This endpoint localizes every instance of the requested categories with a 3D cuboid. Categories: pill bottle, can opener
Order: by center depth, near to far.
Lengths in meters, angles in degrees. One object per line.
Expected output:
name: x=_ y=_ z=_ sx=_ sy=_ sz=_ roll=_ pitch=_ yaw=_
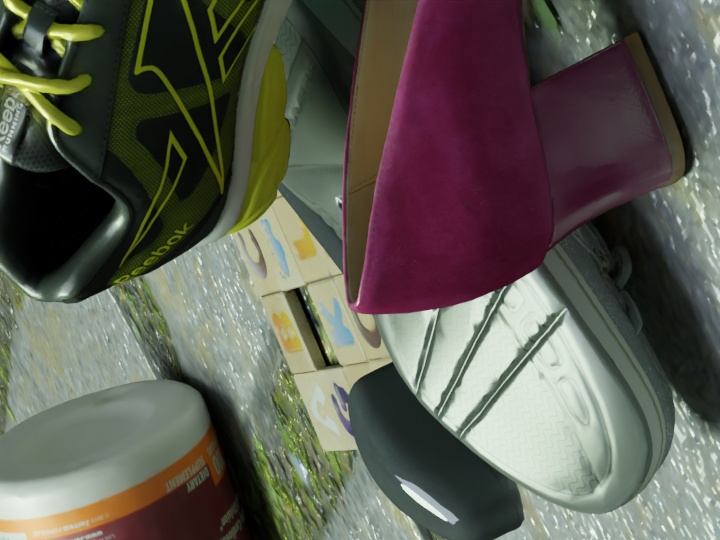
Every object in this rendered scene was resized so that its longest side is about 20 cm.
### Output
can opener: x=0.000 y=0.000 z=0.899 sx=0.200 sy=0.067 sz=0.053 roll=52 pitch=157 yaw=29
pill bottle: x=-0.094 y=0.162 z=1.303 sx=0.114 sy=0.114 sz=0.201 roll=22 pitch=134 yaw=65

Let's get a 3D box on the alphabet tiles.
alphabet tiles: x=-0.027 y=-0.027 z=1.043 sx=0.201 sy=0.008 sz=0.167 roll=67 pitch=163 yaw=-2

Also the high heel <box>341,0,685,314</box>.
high heel: x=0.001 y=-0.089 z=0.737 sx=0.201 sy=0.096 sz=0.067 roll=65 pitch=163 yaw=2

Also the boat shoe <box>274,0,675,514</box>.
boat shoe: x=0.031 y=-0.020 z=0.817 sx=0.202 sy=0.065 sz=0.075 roll=51 pitch=138 yaw=26

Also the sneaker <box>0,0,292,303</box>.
sneaker: x=-0.059 y=-0.067 z=0.718 sx=0.074 sy=0.085 sz=0.201 roll=28 pitch=141 yaw=27
